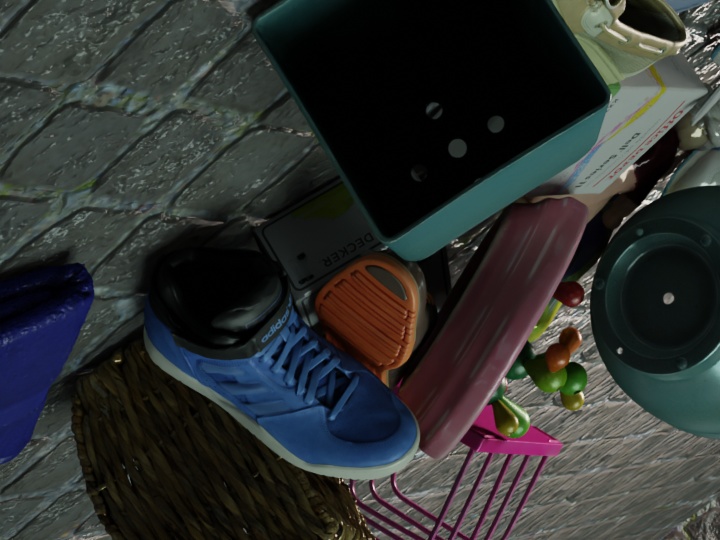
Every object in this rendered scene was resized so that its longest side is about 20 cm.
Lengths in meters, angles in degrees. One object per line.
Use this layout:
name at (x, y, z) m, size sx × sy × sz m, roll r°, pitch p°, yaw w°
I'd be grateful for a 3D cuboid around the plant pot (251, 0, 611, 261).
plant pot at (0.046, -0.092, 1.113) m, size 0.141 × 0.142 × 0.200 m, roll -32°, pitch 169°, yaw 1°

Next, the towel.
towel at (-0.247, 0.074, 1.197) m, size 0.147 × 0.050 × 0.200 m, roll -27°, pitch 161°, yaw -38°

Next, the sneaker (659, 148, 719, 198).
sneaker at (0.342, -0.087, 1.665) m, size 0.199 × 0.081 × 0.077 m, roll -28°, pitch 163°, yaw -8°

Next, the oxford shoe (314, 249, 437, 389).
oxford shoe at (0.015, 0.026, 1.292) m, size 0.073 × 0.071 × 0.200 m, roll -46°, pitch 171°, yaw -24°

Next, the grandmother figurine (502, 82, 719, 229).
grandmother figurine at (0.197, -0.082, 1.489) m, size 0.199 × 0.061 × 0.122 m, roll -30°, pitch 157°, yaw -15°

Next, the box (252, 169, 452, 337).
box at (0.000, 0.000, 1.373) m, size 0.116 × 0.060 × 0.200 m, roll -30°, pitch 162°, yaw -4°

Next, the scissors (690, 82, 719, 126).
scissors at (0.286, -0.162, 1.378) m, size 0.201 × 0.014 × 0.073 m, roll -54°, pitch 162°, yaw -14°

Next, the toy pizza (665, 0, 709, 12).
toy pizza at (0.234, -0.230, 1.215) m, size 0.199 × 0.032 × 0.200 m, roll -28°, pitch 162°, yaw -10°

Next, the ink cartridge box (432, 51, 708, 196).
ink cartridge box at (0.152, -0.110, 1.327) m, size 0.199 × 0.068 × 0.117 m, roll -6°, pitch 148°, yaw -52°

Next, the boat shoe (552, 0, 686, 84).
boat shoe at (0.138, -0.162, 1.133) m, size 0.063 × 0.074 × 0.201 m, roll -15°, pitch 158°, yaw 16°

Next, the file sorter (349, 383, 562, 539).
file sorter at (0.059, 0.167, 1.694) m, size 0.126 × 0.138 × 0.200 m, roll -63°, pitch 155°, yaw 6°

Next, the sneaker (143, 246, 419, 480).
sneaker at (-0.050, 0.054, 1.245) m, size 0.077 × 0.199 × 0.112 m, roll -53°, pitch 167°, yaw -27°

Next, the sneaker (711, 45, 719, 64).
sneaker at (0.340, -0.146, 1.492) m, size 0.199 × 0.081 × 0.077 m, roll -10°, pitch 151°, yaw -51°

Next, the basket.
basket at (-0.099, 0.148, 1.365) m, size 0.142 × 0.201 × 0.149 m, roll -34°, pitch 162°, yaw 4°

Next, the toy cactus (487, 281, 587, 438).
toy cactus at (0.103, 0.053, 1.558) m, size 0.201 × 0.163 × 0.103 m, roll 88°, pitch 20°, yaw -60°

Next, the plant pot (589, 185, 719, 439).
plant pot at (0.256, 0.026, 1.512) m, size 0.200 × 0.201 × 0.134 m, roll -40°, pitch 155°, yaw 22°

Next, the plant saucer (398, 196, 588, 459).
plant saucer at (0.084, 0.031, 1.344) m, size 0.202 × 0.051 × 0.201 m, roll -59°, pitch -179°, yaw 2°

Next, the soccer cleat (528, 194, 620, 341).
soccer cleat at (0.162, -0.002, 1.620) m, size 0.083 × 0.065 × 0.201 m, roll -25°, pitch 160°, yaw -26°
